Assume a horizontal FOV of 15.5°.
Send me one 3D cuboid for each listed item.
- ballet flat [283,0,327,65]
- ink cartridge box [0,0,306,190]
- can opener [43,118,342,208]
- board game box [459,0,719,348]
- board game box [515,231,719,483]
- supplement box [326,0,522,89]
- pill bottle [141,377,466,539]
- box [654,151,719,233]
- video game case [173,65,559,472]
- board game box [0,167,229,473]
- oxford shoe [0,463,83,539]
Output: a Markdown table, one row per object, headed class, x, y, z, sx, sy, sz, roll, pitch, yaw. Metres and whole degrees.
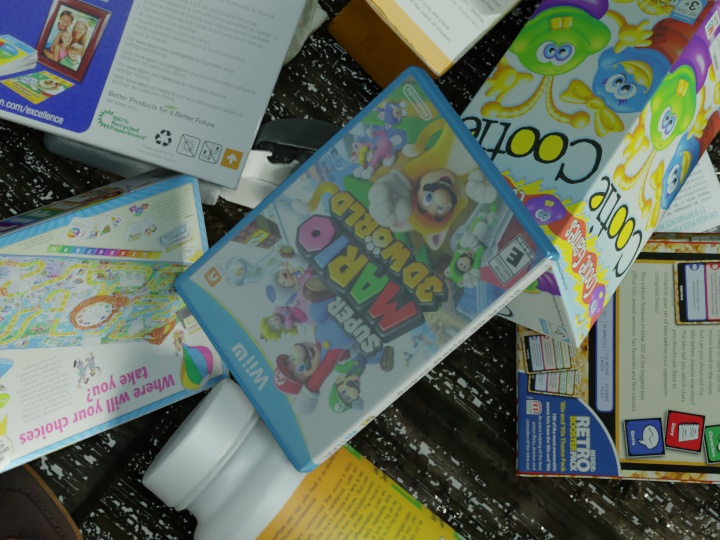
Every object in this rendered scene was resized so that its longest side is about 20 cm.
| class | x | y | z | sx | sy | sz | roll | pitch | yaw |
| --- | --- | --- | --- | --- | --- | --- | --- | --- | --- |
| ballet flat | -0.036 | -0.185 | 1.639 | 0.062 | 0.067 | 0.200 | 30 | 81 | -43 |
| ink cartridge box | -0.130 | -0.168 | 1.522 | 0.198 | 0.047 | 0.200 | 17 | 101 | -18 |
| can opener | -0.094 | -0.073 | 1.631 | 0.200 | 0.053 | 0.067 | 14 | 49 | -11 |
| board game box | 0.129 | -0.073 | 1.578 | 0.103 | 0.105 | 0.200 | 23 | 66 | 29 |
| board game box | 0.195 | 0.053 | 1.615 | 0.200 | 0.046 | 0.152 | 2 | 97 | 18 |
| supplement box | 0.082 | -0.200 | 1.629 | 0.200 | 0.126 | 0.074 | -45 | 94 | -10 |
| pill bottle | -0.029 | 0.157 | 1.587 | 0.200 | 0.111 | 0.111 | 40 | 80 | -6 |
| box | 0.201 | 0.000 | 1.675 | 0.082 | 0.049 | 0.200 | -21 | 90 | -11 |
| video game case | 0.000 | 0.000 | 1.520 | 0.200 | 0.018 | 0.143 | -42 | 70 | 18 |
| board game box | -0.170 | 0.029 | 1.544 | 0.200 | 0.034 | 0.135 | -21 | 109 | -41 |
| oxford shoe | -0.194 | 0.179 | 1.539 | 0.071 | 0.073 | 0.200 | -25 | 58 | -3 |
